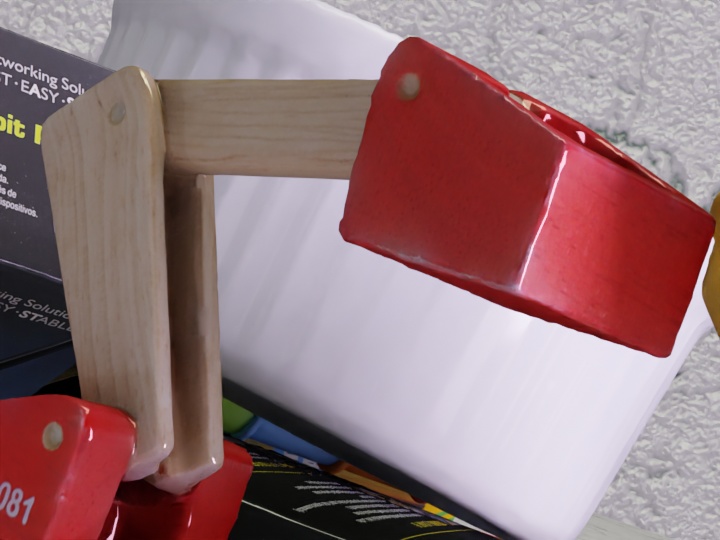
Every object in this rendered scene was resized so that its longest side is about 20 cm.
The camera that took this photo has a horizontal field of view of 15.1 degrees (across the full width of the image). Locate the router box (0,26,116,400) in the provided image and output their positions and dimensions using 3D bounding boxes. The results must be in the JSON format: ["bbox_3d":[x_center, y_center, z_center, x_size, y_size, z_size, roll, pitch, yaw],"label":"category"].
[{"bbox_3d":[-0.164,-0.015,0.604,0.199,0.062,0.150,19,-35,-31],"label":"router box"}]

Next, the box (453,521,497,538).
[{"bbox_3d":[0.006,0.099,0.906,0.136,0.040,0.200,20,-2,-2],"label":"box"}]

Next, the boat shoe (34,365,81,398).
[{"bbox_3d":[-0.098,0.051,0.821,0.068,0.072,0.200,23,10,27],"label":"boat shoe"}]

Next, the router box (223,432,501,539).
[{"bbox_3d":[0.000,0.084,0.669,0.148,0.051,0.200,20,-1,10],"label":"router box"}]

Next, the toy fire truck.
[{"bbox_3d":[-0.044,0.016,0.501,0.199,0.142,0.049,22,1,41],"label":"toy fire truck"}]

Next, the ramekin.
[{"bbox_3d":[0.000,0.000,0.776,0.200,0.098,0.200,27,-6,3],"label":"ramekin"}]

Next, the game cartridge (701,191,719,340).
[{"bbox_3d":[0.108,0.067,0.504,0.032,0.177,0.200,-23,-7,6],"label":"game cartridge"}]

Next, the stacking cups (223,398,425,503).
[{"bbox_3d":[-0.019,0.039,0.979,0.199,0.061,0.060,19,-2,-21],"label":"stacking cups"}]

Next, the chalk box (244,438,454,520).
[{"bbox_3d":[-0.062,0.036,1.069,0.199,0.125,0.125,20,-3,-35],"label":"chalk box"}]
